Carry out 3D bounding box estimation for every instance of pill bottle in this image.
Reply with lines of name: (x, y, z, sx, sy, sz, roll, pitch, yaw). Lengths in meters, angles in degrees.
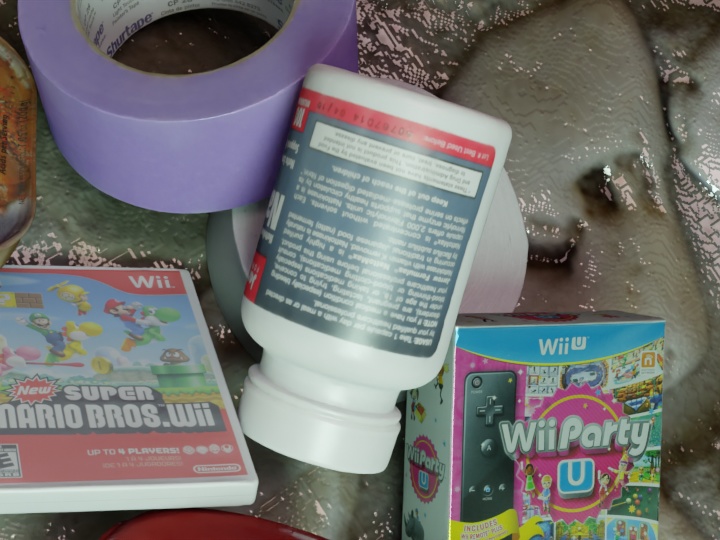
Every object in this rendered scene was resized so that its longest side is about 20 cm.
pill bottle: (0.000, 0.000, 0.789, 0.118, 0.120, 0.202, 15, 96, -15)

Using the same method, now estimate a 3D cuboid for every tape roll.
tape roll: (0.005, -0.019, 0.920, 0.198, 0.066, 0.203, 7, 70, -19)
tape roll: (-0.100, -0.139, 0.868, 0.197, 0.085, 0.202, -1, 55, 1)

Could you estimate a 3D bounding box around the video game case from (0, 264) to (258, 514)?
video game case: (-0.145, 0.058, 0.794, 0.141, 0.018, 0.201, 1, 32, -20)

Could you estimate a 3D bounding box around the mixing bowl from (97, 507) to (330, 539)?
mixing bowl: (-0.103, 0.198, 0.744, 0.108, 0.201, 0.201, 31, 62, 9)

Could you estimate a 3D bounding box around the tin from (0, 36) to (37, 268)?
tin: (-0.242, -0.074, 0.816, 0.111, 0.042, 0.202, 21, 39, -30)

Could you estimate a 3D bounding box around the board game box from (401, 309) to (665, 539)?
board game box: (0.103, 0.127, 0.868, 0.146, 0.064, 0.203, -1, 94, -23)
